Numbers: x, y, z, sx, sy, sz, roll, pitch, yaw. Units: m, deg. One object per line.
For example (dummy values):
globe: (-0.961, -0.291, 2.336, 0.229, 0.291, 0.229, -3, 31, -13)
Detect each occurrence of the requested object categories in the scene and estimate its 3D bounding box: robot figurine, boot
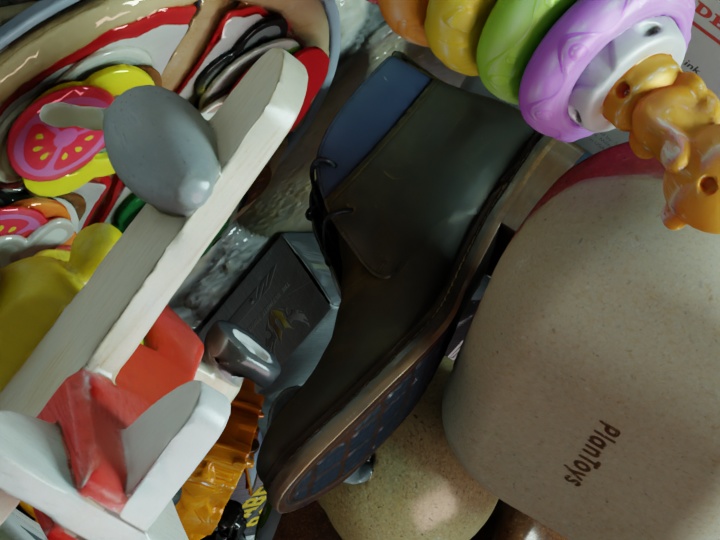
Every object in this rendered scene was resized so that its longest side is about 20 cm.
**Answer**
robot figurine: (-0.107, 0.086, 0.846, 0.144, 0.059, 0.200, 18, 154, -8)
boot: (0.000, 0.000, 0.757, 0.200, 0.097, 0.075, -48, 167, -28)

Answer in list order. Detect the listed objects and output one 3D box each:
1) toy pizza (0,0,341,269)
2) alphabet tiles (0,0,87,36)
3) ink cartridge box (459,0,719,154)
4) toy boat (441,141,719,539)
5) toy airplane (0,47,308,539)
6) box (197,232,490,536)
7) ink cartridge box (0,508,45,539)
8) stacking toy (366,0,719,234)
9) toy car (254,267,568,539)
toy pizza: (-0.088, -0.040, 0.719, 0.199, 0.032, 0.201, -29, 156, -14)
alphabet tiles: (-0.090, -0.061, 0.724, 0.166, 0.006, 0.200, -17, 151, -36)
ink cartridge box: (0.125, -0.099, 0.760, 0.068, 0.115, 0.200, -51, 176, -34)
toy boat: (0.117, 0.017, 0.725, 0.131, 0.130, 0.200, -56, 172, -31)
toy airplane: (-0.105, 0.033, 0.624, 0.200, 0.141, 0.199, -56, -173, -36)
box: (-0.034, 0.063, 0.983, 0.158, 0.048, 0.200, -2, 139, -53)
ink cartridge box: (-0.150, 0.175, 0.734, 0.084, 0.200, 0.146, 42, 81, -35)
stacking toy: (0.069, -0.088, 0.642, 0.116, 0.200, 0.110, -48, 154, 19)
toy car: (0.004, 0.086, 0.837, 0.157, 0.165, 0.200, -5, 138, 22)
